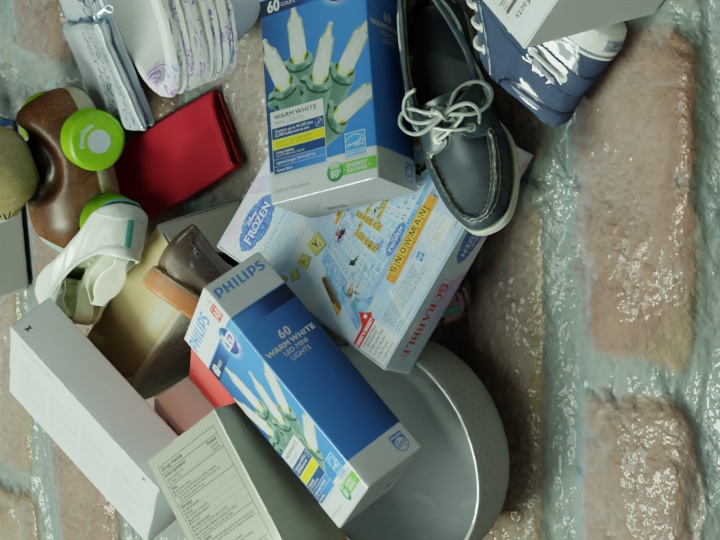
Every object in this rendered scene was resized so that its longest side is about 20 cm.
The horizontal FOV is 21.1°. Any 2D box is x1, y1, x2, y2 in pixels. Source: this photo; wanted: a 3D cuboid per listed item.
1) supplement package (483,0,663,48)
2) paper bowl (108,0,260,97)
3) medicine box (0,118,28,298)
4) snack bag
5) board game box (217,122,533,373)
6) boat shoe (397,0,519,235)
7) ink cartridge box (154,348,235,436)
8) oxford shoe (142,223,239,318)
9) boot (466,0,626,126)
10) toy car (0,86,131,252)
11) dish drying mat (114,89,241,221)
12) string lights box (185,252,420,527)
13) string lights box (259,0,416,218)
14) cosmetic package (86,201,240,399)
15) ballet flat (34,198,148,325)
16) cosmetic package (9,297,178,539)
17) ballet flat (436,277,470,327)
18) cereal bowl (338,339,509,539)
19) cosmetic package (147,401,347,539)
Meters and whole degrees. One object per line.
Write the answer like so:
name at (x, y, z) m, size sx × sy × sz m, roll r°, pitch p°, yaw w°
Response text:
supplement package at (0.130, -0.282, 1.302) m, size 0.200 × 0.152 × 0.151 m, roll 52°, pitch 134°, yaw 19°
paper bowl at (-0.154, -0.253, 1.605) m, size 0.201 × 0.104 × 0.201 m, roll 58°, pitch 161°, yaw 33°
medicine box at (-0.448, -0.070, 2.001) m, size 0.200 × 0.103 × 0.183 m, roll 14°, pitch 113°, yaw 42°
snack bag at (-0.244, -0.220, 1.726) m, size 0.200 × 0.021 × 0.189 m, roll 70°, pitch 165°, yaw -13°
board game box at (0.008, -0.054, 1.530) m, size 0.199 × 0.041 × 0.200 m, roll 36°, pitch 100°, yaw 32°
boat shoe at (0.069, -0.123, 1.444) m, size 0.075 × 0.062 × 0.201 m, roll -17°, pitch 69°, yaw 22°
ink cartridge box at (-0.104, 0.167, 1.670) m, size 0.200 × 0.045 × 0.176 m, roll 45°, pitch 150°, yaw 25°
oxford shoe at (-0.090, 0.030, 1.642) m, size 0.073 × 0.200 × 0.071 m, roll -57°, pitch 39°, yaw -1°
boot at (0.099, -0.198, 1.420) m, size 0.200 × 0.073 × 0.090 m, roll 48°, pitch 127°, yaw 22°
toy car at (-0.325, -0.072, 1.767) m, size 0.164 × 0.200 × 0.158 m, roll 23°, pitch 128°, yaw 62°
dish drying mat at (-0.178, -0.097, 1.780) m, size 0.200 × 0.018 × 0.077 m, roll -25°, pitch 83°, yaw 48°
string lights box at (-0.048, 0.094, 1.518) m, size 0.200 × 0.059 × 0.103 m, roll 49°, pitch 153°, yaw 11°
string lights box at (-0.019, -0.151, 1.505) m, size 0.103 × 0.059 × 0.201 m, roll -13°, pitch 74°, yaw 31°
cosmetic package at (-0.168, 0.033, 1.754) m, size 0.071 × 0.105 × 0.200 m, roll 54°, pitch 133°, yaw 18°
ballet flat at (-0.241, 0.010, 1.712) m, size 0.070 × 0.069 × 0.200 m, roll 59°, pitch 142°, yaw 12°
cosmetic package at (-0.235, 0.137, 1.736) m, size 0.200 × 0.052 × 0.151 m, roll 46°, pitch 157°, yaw 12°
ballet flat at (0.000, 0.000, 1.594) m, size 0.200 × 0.071 × 0.069 m, roll 24°, pitch 121°, yaw 38°
cereal bowl at (0.047, 0.141, 1.587) m, size 0.200 × 0.083 × 0.201 m, roll 18°, pitch 117°, yaw 40°
cosmetic package at (-0.080, 0.214, 1.582) m, size 0.103 × 0.073 × 0.200 m, roll -37°, pitch 74°, yaw 38°
